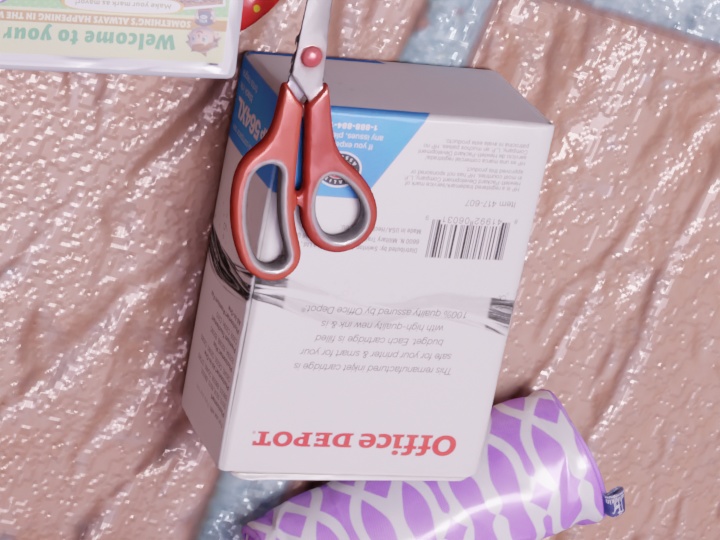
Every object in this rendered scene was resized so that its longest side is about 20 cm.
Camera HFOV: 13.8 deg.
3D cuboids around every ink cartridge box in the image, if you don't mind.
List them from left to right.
[{"bbox_3d":[0.000,0.000,1.514,0.146,0.084,0.200,3,113,-23],"label":"ink cartridge box"}]

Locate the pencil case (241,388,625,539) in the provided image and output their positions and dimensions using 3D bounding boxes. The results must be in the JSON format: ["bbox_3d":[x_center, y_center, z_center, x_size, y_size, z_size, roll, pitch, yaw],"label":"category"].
[{"bbox_3d":[0.036,0.135,1.601,0.200,0.084,0.086,-22,143,-9],"label":"pencil case"}]

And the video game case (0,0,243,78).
[{"bbox_3d":[-0.145,-0.180,1.351,0.200,0.022,0.182,1,109,-18],"label":"video game case"}]

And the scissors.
[{"bbox_3d":[-0.031,-0.089,1.406,0.073,0.014,0.200,-10,117,-13],"label":"scissors"}]

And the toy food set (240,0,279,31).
[{"bbox_3d":[-0.097,-0.194,1.404,0.200,0.049,0.198,18,107,-27],"label":"toy food set"}]
